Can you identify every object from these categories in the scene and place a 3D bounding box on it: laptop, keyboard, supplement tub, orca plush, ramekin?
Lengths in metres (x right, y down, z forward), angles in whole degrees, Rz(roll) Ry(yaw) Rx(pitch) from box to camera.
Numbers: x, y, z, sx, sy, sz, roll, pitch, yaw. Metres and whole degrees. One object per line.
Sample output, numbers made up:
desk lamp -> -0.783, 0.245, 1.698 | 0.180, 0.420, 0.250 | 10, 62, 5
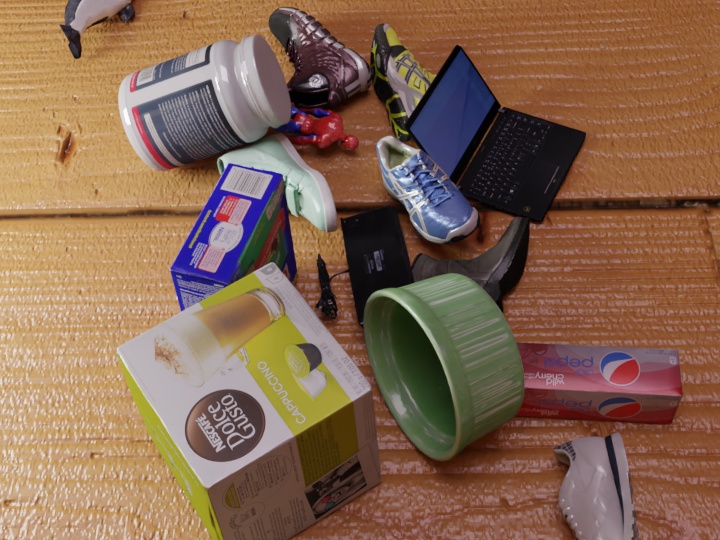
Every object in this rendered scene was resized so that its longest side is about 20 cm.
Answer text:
laptop -> 0.185, -0.186, 1.523 | 0.200, 0.103, 0.177 | 21, 57, 18
keyboard -> 0.000, 0.000, 1.428 | 0.127, 0.021, 0.200 | -15, 43, 5
supplement tub -> -0.208, -0.225, 1.520 | 0.200, 0.140, 0.140 | -17, 52, 14
orca plush -> -0.413, -0.400, 1.757 | 0.105, 0.071, 0.200 | 32, 53, -29
ramekin -> 0.094, 0.100, 1.260 | 0.098, 0.200, 0.200 | -21, 54, -22

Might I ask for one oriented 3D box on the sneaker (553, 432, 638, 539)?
sneaker -> 0.254, 0.268, 1.206 | 0.080, 0.076, 0.200 | -8, 48, 11

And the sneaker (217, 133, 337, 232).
sneaker -> -0.114, -0.099, 1.489 | 0.118, 0.074, 0.200 | -22, 45, -21

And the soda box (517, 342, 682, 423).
soda box -> 0.261, 0.129, 1.302 | 0.200, 0.070, 0.063 | 2, 54, 4

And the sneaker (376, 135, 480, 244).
sneaker -> 0.078, -0.104, 1.460 | 0.076, 0.077, 0.200 | -39, 47, -8

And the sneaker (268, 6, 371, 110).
sneaker -> -0.089, -0.300, 1.643 | 0.200, 0.076, 0.116 | 37, 66, 26

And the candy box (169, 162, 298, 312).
candy box -> -0.143, 0.004, 1.337 | 0.077, 0.200, 0.169 | 15, 56, 12

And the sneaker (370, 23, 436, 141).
sneaker -> 0.066, -0.269, 1.619 | 0.076, 0.075, 0.200 | -10, 63, -14

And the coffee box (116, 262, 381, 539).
coffee box -> -0.115, 0.158, 1.219 | 0.198, 0.200, 0.200 | -29, 56, -17

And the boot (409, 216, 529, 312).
boot -> 0.128, -0.004, 1.417 | 0.130, 0.068, 0.200 | 15, 54, 21

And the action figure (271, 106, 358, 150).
action figure -> -0.092, -0.208, 1.589 | 0.200, 0.052, 0.065 | 21, 61, 19
